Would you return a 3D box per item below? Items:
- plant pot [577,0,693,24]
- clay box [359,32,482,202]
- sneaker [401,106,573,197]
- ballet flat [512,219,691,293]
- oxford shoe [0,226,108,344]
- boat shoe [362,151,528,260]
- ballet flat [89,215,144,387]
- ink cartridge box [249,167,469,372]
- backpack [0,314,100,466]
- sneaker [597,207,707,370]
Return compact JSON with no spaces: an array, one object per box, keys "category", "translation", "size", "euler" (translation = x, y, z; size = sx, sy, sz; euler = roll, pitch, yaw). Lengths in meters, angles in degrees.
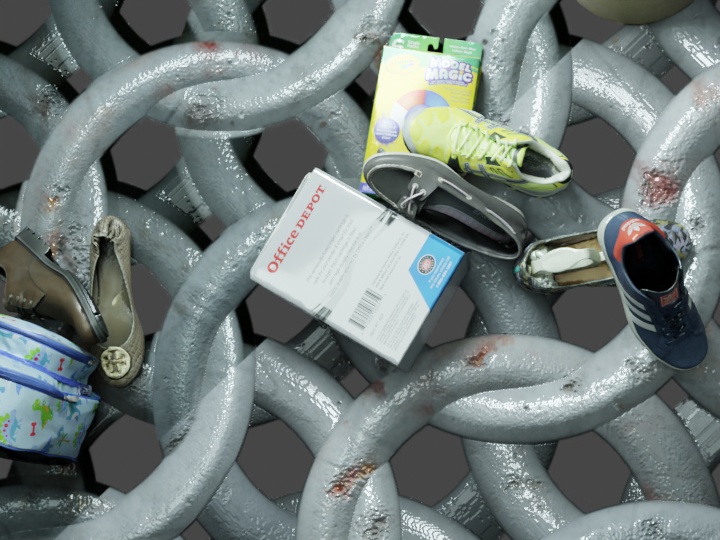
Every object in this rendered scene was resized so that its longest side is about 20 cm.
[{"category":"plant pot","translation":[0.303,-0.390,1.677],"size":[0.187,0.200,0.188],"euler":[-1,81,8]},{"category":"clay box","translation":[0.071,-0.174,1.756],"size":[0.114,0.048,0.201],"euler":[8,84,8]},{"category":"sneaker","translation":[0.144,-0.137,1.692],"size":[0.199,0.076,0.076],"euler":[14,84,-13]},{"category":"ballet flat","translation":[0.265,-0.015,1.690],"size":[0.200,0.072,0.072],"euler":[-12,79,7]},{"category":"oxford shoe","translation":[-0.356,0.035,1.753],"size":[0.084,0.073,0.200],"euler":[-38,49,-18]},{"category":"boat shoe","translation":[0.095,-0.070,1.682],"size":[0.199,0.057,0.067],"euler":[23,124,-14]},{"category":"ballet flat","translation":[-0.287,0.034,1.781],"size":[0.067,0.046,0.201],"euler":[-4,80,9]},{"category":"ink cartridge box","translation":[0.000,0.000,1.721],"size":[0.200,0.084,0.146],"euler":[31,87,13]},{"category":"backpack","translation":[-0.396,0.125,1.704],"size":[0.182,0.200,0.147],"euler":[18,87,12]},{"category":"sneaker","translation":[0.319,0.030,1.630],"size":[0.075,0.085,0.200],"euler":[-35,109,-5]}]
